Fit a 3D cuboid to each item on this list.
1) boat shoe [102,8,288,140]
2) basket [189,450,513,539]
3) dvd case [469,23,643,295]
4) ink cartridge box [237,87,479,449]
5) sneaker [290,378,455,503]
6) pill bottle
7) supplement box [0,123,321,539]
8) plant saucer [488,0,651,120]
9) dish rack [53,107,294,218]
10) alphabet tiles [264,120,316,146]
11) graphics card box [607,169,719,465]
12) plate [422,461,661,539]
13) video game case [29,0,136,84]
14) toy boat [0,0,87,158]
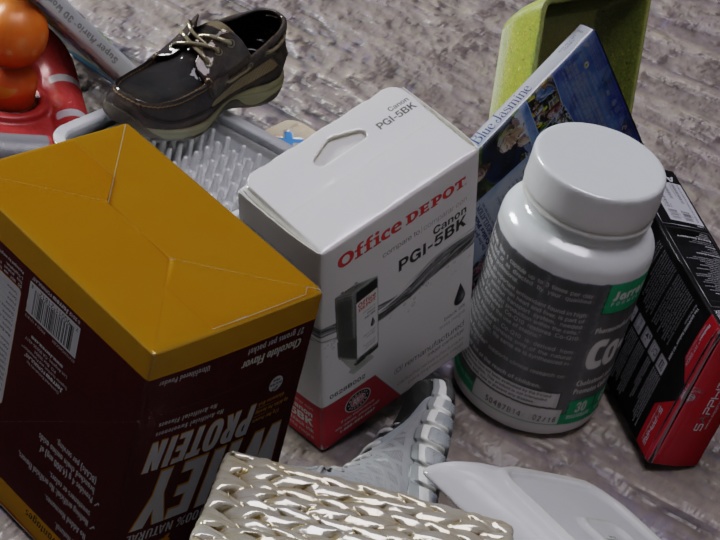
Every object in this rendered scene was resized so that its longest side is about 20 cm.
[{"bbox_3d":[-0.121,-0.154,1.648,0.074,0.074,0.200,27,29,19],"label":"boat shoe"},{"bbox_3d":[-0.013,0.206,1.287,0.198,0.137,0.124,15,31,0],"label":"basket"},{"bbox_3d":[0.125,-0.065,1.633,0.200,0.143,0.017,-46,46,-16],"label":"dvd case"},{"bbox_3d":[0.000,0.000,1.486,0.146,0.201,0.083,-34,56,-26],"label":"ink cartridge box"},{"bbox_3d":[-0.004,0.129,1.448,0.114,0.076,0.201,13,36,0],"label":"sneaker"},{"bbox_3d":[0.141,0.005,1.561,0.112,0.201,0.114,10,35,-7],"label":"pill bottle"},{"bbox_3d":[-0.152,0.056,1.375,0.132,0.201,0.197,-20,48,-40],"label":"supplement box"},{"bbox_3d":[0.152,-0.124,1.727,0.048,0.202,0.199,17,18,28],"label":"plant saucer"},{"bbox_3d":[-0.110,-0.060,1.609,0.199,0.044,0.171,29,31,19],"label":"dish rack"},{"bbox_3d":[-0.067,-0.053,1.678,0.199,0.015,0.195,32,38,22],"label":"alphabet tiles"},{"bbox_3d":[0.218,0.030,1.621,0.050,0.126,0.201,8,34,-25],"label":"graphics card box"},{"bbox_3d":[0.157,0.183,1.391,0.200,0.032,0.199,43,13,32],"label":"plate"},{"bbox_3d":[-0.241,-0.201,1.724,0.143,0.018,0.200,35,-6,41],"label":"video game case"},{"bbox_3d":[-0.264,-0.144,1.667,0.129,0.132,0.201,2,34,-19],"label":"toy boat"}]
